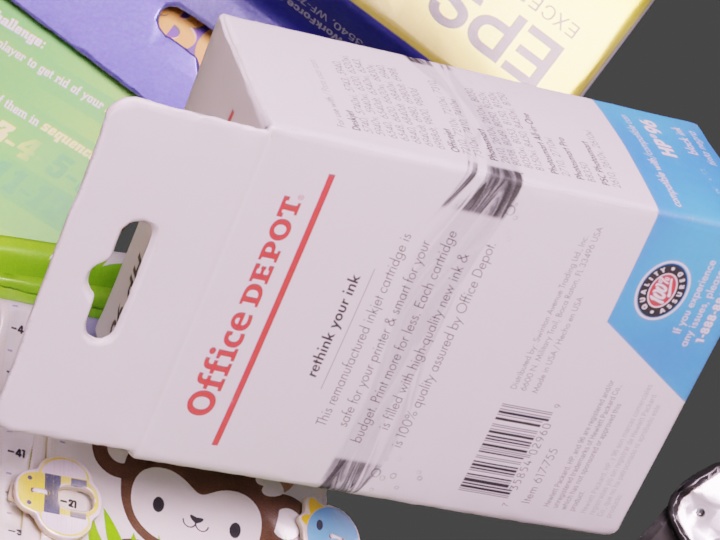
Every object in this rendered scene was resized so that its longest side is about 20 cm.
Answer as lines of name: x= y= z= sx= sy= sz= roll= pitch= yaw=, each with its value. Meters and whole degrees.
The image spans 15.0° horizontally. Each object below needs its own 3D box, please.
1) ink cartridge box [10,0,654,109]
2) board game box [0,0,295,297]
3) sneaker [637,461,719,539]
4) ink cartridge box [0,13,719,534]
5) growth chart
ink cartridge box: x=0.003 y=-0.127 z=0.851 sx=0.198 sy=0.047 sz=0.200 roll=36 pitch=79 yaw=3
board game box: x=-0.108 y=-0.047 z=0.862 sx=0.200 sy=0.030 sz=0.096 roll=-43 pitch=87 yaw=-10
sneaker: x=0.121 y=0.134 z=0.826 sx=0.115 sy=0.076 sz=0.201 roll=26 pitch=61 yaw=12
ink cartridge box: x=0.000 y=0.000 z=0.790 sx=0.200 sy=0.116 sz=0.068 roll=12 pitch=30 yaw=-23
growth chart: x=-0.062 y=0.074 z=0.802 sx=0.145 sy=0.018 sz=0.200 roll=3 pitch=57 yaw=-27
